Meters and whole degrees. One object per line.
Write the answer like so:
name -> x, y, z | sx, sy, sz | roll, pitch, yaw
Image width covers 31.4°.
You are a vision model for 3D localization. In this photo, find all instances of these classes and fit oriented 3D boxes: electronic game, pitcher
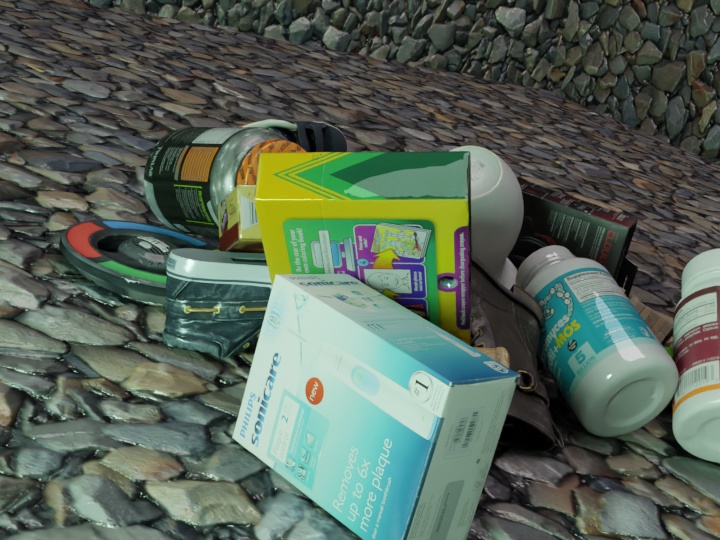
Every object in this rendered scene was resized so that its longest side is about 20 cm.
electronic game -> -0.218, -0.012, 1.352 | 0.198, 0.042, 0.200 | 15, 17, -5
pitcher -> 0.116, -0.063, 1.523 | 0.171, 0.201, 0.121 | 35, 65, 29

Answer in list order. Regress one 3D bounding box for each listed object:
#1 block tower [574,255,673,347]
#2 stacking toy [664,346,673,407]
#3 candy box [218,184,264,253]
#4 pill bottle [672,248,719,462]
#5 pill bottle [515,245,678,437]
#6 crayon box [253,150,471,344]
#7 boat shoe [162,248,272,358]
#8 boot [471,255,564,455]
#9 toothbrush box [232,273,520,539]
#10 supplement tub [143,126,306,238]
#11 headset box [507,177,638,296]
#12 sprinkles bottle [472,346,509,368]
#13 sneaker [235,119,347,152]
block tower -> 0.308, 0.059, 1.505 | 0.199, 0.054, 0.058 | 36, -8, 28
stacking toy -> 0.329, 0.115, 1.399 | 0.197, 0.086, 0.085 | 10, 16, -2
candy box -> -0.032, -0.047, 1.243 | 0.198, 0.057, 0.117 | -2, -6, -15
pill bottle -> 0.377, 0.084, 1.310 | 0.113, 0.115, 0.202 | 15, 52, -3
pill bottle -> 0.232, 0.064, 1.312 | 0.110, 0.111, 0.201 | 6, 37, -31
crayon box -> 0.008, -0.014, 1.083 | 0.170, 0.201, 0.059 | 1, 51, 6
boat shoe -> -0.091, 0.034, 1.219 | 0.198, 0.092, 0.071 | 5, 14, -17
boot -> 0.107, 0.075, 1.204 | 0.198, 0.069, 0.175 | 23, 42, -18
toothbrush box -> 0.006, 0.106, 0.987 | 0.085, 0.148, 0.199 | 0, 23, -45
supplement tub -> -0.140, -0.095, 1.397 | 0.122, 0.124, 0.199 | 2, 5, -39
headset box -> 0.251, -0.017, 1.619 | 0.198, 0.150, 0.075 | 21, 18, 16
sprinkles bottle -> 0.029, 0.095, 1.117 | 0.197, 0.069, 0.068 | 4, 16, 2
sneaker -> -0.086, -0.145, 1.563 | 0.198, 0.079, 0.079 | -10, 3, -36
